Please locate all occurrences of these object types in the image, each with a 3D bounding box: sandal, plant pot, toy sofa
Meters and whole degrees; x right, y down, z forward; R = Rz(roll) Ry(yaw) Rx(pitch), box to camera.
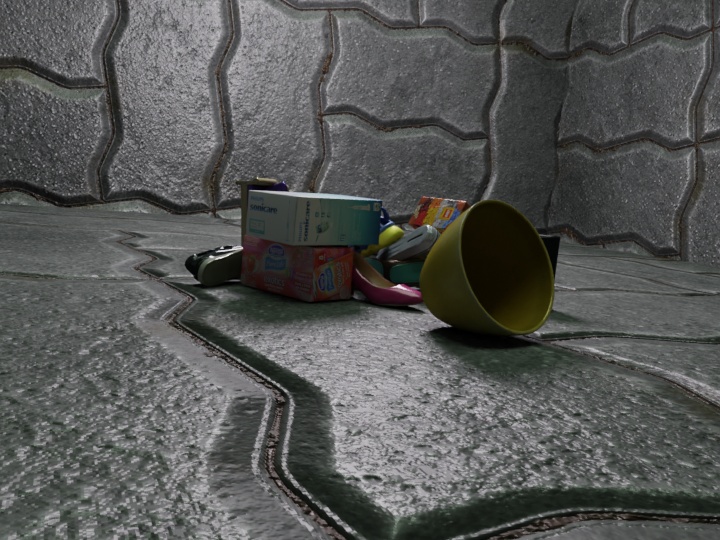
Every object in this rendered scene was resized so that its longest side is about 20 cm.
[{"bbox_3d":[0.021,-0.077,1.374,0.079,0.087,0.200,-30,-1,-24],"label":"sandal"},{"bbox_3d":[0.171,0.013,1.035,0.199,0.202,0.142,0,-17,-38],"label":"plant pot"},{"bbox_3d":[-0.226,-0.110,1.585,0.097,0.202,0.083,3,4,27],"label":"toy sofa"}]

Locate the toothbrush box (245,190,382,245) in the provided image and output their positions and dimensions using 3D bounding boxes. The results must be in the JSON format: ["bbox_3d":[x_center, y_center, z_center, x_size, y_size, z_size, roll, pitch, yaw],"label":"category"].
[{"bbox_3d":[-0.082,-0.094,1.227,0.199,0.086,0.146,-2,10,-44],"label":"toothbrush box"}]

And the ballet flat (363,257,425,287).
[{"bbox_3d":[0.055,0.008,1.369,0.198,0.068,0.072,-3,-11,13],"label":"ballet flat"}]

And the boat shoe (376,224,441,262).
[{"bbox_3d":[0.100,-0.035,1.386,0.062,0.072,0.200,34,-24,-20],"label":"boat shoe"}]

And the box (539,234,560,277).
[{"bbox_3d":[0.291,-0.010,1.388,0.078,0.142,0.199,-3,10,-39],"label":"box"}]

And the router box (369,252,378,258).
[{"bbox_3d":[0.043,-0.013,1.612,0.178,0.049,0.200,5,7,-3],"label":"router box"}]

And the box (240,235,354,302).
[{"bbox_3d":[-0.118,-0.008,1.250,0.199,0.096,0.102,12,10,43],"label":"box"}]

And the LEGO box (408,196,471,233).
[{"bbox_3d":[0.232,-0.082,1.586,0.200,0.078,0.149,36,-12,-36],"label":"LEGO box"}]

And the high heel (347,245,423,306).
[{"bbox_3d":[0.031,0.007,1.233,0.199,0.097,0.067,10,8,38],"label":"high heel"}]

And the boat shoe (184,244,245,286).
[{"bbox_3d":[-0.252,-0.015,1.304,0.066,0.075,0.199,22,23,26],"label":"boat shoe"}]
